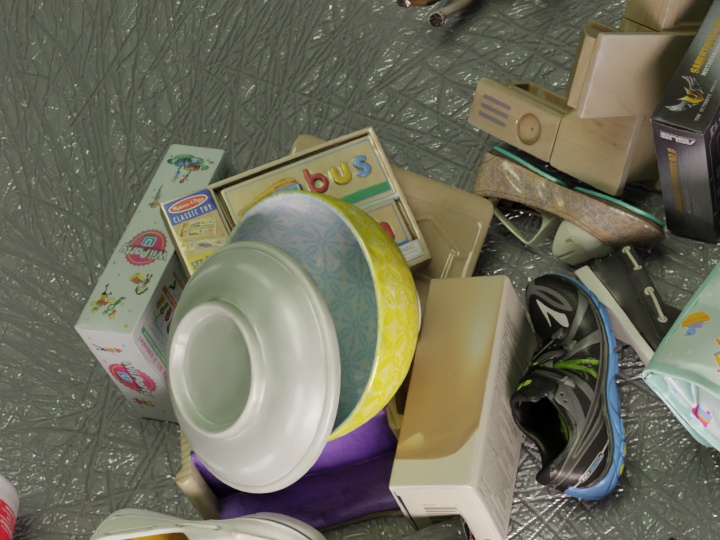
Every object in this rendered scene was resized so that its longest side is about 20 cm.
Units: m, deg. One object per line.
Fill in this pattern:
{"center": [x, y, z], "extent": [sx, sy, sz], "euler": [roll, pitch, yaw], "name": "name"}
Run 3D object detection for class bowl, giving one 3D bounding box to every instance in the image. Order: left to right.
{"center": [-0.017, 0.036, 1.597], "extent": [0.200, 0.108, 0.201], "euler": [2, 93, 45], "name": "bowl"}

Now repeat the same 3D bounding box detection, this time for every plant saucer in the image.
{"center": [-0.099, 0.077, 1.572], "extent": [0.200, 0.050, 0.201], "euler": [2, 93, 45], "name": "plant saucer"}

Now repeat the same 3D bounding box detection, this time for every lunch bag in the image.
{"center": [0.332, 0.073, 1.508], "extent": [0.200, 0.122, 0.170], "euler": [35, 72, 14], "name": "lunch bag"}

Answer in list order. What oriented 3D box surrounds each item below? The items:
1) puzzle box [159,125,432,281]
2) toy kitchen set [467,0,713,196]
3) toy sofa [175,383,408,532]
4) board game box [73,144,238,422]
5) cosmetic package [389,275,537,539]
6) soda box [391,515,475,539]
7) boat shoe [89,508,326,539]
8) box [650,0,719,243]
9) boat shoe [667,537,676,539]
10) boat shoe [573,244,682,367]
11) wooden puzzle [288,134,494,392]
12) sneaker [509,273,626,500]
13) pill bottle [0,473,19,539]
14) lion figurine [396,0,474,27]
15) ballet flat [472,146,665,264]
{"center": [-0.055, -0.031, 1.696], "extent": [0.200, 0.025, 0.133], "euler": [-22, 75, -12], "name": "puzzle box"}
{"center": [0.178, -0.186, 1.705], "extent": [0.180, 0.163, 0.200], "euler": [30, 115, 37], "name": "toy kitchen set"}
{"center": [-0.046, 0.160, 1.650], "extent": [0.200, 0.083, 0.098], "euler": [-15, 49, 11], "name": "toy sofa"}
{"center": [-0.159, 0.012, 1.767], "extent": [0.064, 0.148, 0.200], "euler": [8, 58, 26], "name": "board game box"}
{"center": [0.086, 0.114, 1.617], "extent": [0.071, 0.105, 0.200], "euler": [-3, 52, 21], "name": "cosmetic package"}
{"center": [0.002, 0.264, 1.563], "extent": [0.200, 0.063, 0.071], "euler": [-20, 49, 7], "name": "soda box"}
{"center": [-0.125, 0.232, 1.609], "extent": [0.200, 0.071, 0.070], "euler": [6, 13, 11], "name": "boat shoe"}
{"center": [0.311, -0.148, 1.684], "extent": [0.048, 0.158, 0.200], "euler": [19, 64, 25], "name": "box"}
{"center": [0.244, 0.228, 1.483], "extent": [0.199, 0.075, 0.066], "euler": [-14, 49, 12], "name": "boat shoe"}
{"center": [0.246, 0.052, 1.621], "extent": [0.060, 0.074, 0.200], "euler": [-34, 42, -1], "name": "boat shoe"}
{"center": [0.000, 0.000, 1.729], "extent": [0.185, 0.046, 0.200], "euler": [20, 71, 1], "name": "wooden puzzle"}
{"center": [0.159, 0.087, 1.602], "extent": [0.083, 0.071, 0.200], "euler": [8, 57, -22], "name": "sneaker"}
{"center": [-0.360, 0.266, 1.681], "extent": [0.112, 0.112, 0.200], "euler": [-5, 53, 19], "name": "pill bottle"}
{"center": [0.139, -0.299, 1.927], "extent": [0.200, 0.073, 0.123], "euler": [-13, 17, 21], "name": "lion figurine"}
{"center": [0.175, -0.044, 1.735], "extent": [0.200, 0.068, 0.067], "euler": [27, 88, 41], "name": "ballet flat"}
